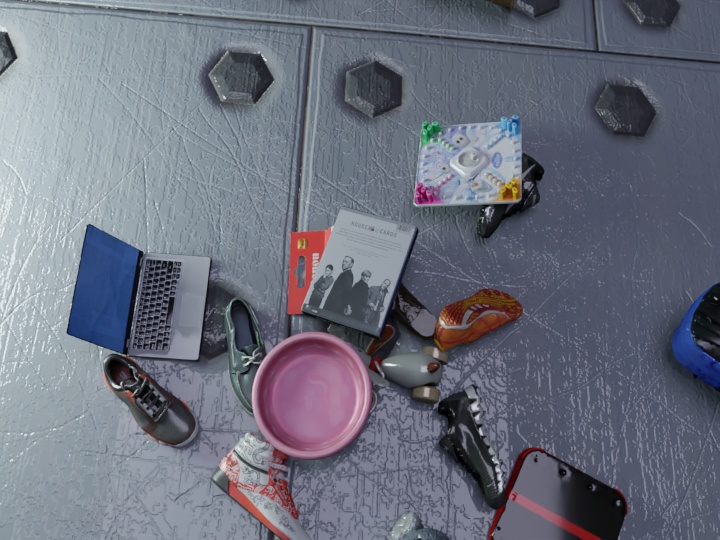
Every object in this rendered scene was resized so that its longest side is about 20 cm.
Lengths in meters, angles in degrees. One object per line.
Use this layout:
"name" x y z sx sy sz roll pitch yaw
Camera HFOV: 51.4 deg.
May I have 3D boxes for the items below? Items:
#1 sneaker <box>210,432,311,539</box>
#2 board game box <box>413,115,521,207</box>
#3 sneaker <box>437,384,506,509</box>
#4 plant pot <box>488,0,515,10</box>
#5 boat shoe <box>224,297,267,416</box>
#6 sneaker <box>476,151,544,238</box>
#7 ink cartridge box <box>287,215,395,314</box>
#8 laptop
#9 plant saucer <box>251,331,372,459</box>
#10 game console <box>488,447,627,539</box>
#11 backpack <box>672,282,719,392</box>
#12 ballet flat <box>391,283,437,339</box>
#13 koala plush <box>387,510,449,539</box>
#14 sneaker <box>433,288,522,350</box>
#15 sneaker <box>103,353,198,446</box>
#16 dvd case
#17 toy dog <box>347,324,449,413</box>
"sneaker" -0.132 0.347 1.186 0.199 0.068 0.109 35 73 12
"board game box" 0.201 -0.208 1.396 0.194 0.026 0.204 -1 55 14
"sneaker" 0.177 0.296 1.235 0.088 0.067 0.205 -12 67 -6
"plant pot" 0.235 -0.656 1.546 0.192 0.201 0.205 8 68 6
"boat shoe" -0.192 0.142 1.262 0.071 0.062 0.205 -10 71 -11
"sneaker" 0.287 -0.137 1.400 0.089 0.067 0.203 27 67 9
"ink cartridge box" -0.036 -0.010 1.321 0.194 0.050 0.165 -2 68 6
"laptop" -0.364 0.039 1.259 0.194 0.116 0.192 4 69 -3
"plant saucer" -0.077 0.205 1.217 0.194 0.051 0.206 -2 69 4
"game console" 0.327 0.407 1.225 0.196 0.031 0.180 26 74 6
"backpack" 0.637 0.138 1.277 0.198 0.169 0.164 33 67 13
"ballet flat" 0.065 0.049 1.334 0.199 0.046 0.067 43 82 17
"koala plush" 0.074 0.471 1.125 0.175 0.187 0.200 27 47 19
"sneaker" 0.203 0.085 1.312 0.196 0.078 0.073 -11 47 -31
"sneaker" -0.350 0.209 1.212 0.198 0.082 0.078 36 70 9
"dvd case" 0.000 0.000 1.274 0.147 0.025 0.204 16 72 18
"toy dog" 0.061 0.160 1.258 0.194 0.097 0.135 -7 69 -8
